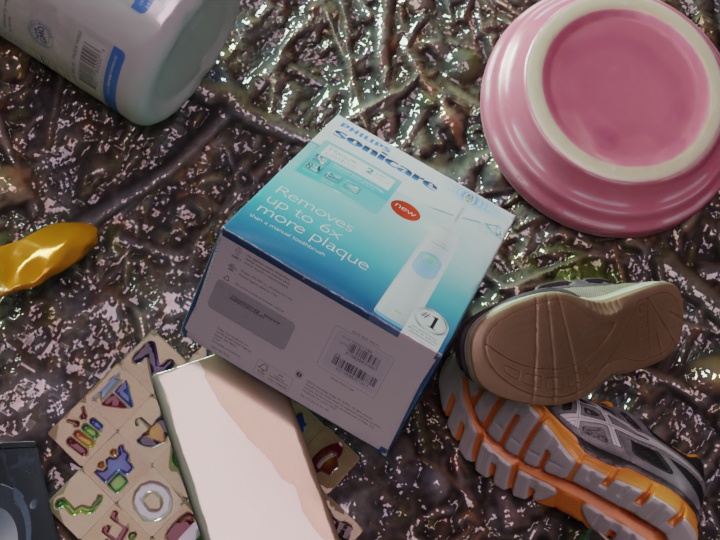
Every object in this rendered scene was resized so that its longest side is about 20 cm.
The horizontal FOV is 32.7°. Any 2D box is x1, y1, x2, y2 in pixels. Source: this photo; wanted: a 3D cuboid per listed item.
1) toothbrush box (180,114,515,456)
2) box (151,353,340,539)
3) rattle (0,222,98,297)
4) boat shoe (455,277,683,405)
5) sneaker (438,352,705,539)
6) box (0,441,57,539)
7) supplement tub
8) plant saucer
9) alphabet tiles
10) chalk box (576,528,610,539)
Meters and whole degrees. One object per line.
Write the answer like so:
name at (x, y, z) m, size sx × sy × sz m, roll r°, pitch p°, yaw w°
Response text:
toothbrush box at (0.000, 0.000, 0.779) m, size 0.146 × 0.086 × 0.200 m, roll 30°, pitch 31°, yaw 5°
box at (-0.062, 0.155, 0.767) m, size 0.077 × 0.095 × 0.201 m, roll -18°, pitch 77°, yaw -12°
rattle at (-0.283, -0.050, 0.779) m, size 0.143 × 0.130 × 0.201 m, roll -38°, pitch 103°, yaw -3°
boat shoe at (0.132, 0.042, 0.809) m, size 0.199 × 0.065 × 0.073 m, roll -12°, pitch 99°, yaw -38°
sneaker at (0.141, 0.115, 0.824) m, size 0.199 × 0.079 × 0.077 m, roll 34°, pitch 43°, yaw 11°
box at (-0.239, 0.204, 0.711) m, size 0.043 × 0.160 × 0.202 m, roll -25°, pitch 72°, yaw 27°
supplement tub at (-0.195, -0.205, 0.855) m, size 0.199 × 0.132 × 0.132 m, roll 34°, pitch 72°, yaw 5°
plant saucer at (0.190, -0.126, 0.910) m, size 0.198 × 0.051 × 0.202 m, roll 2°, pitch 72°, yaw -6°
alphabet tiles at (-0.103, 0.141, 0.819) m, size 0.200 × 0.006 × 0.166 m, roll 42°, pitch 73°, yaw 8°
chalk box at (0.138, 0.251, 0.729) m, size 0.125 × 0.200 × 0.124 m, roll 42°, pitch 106°, yaw 10°
